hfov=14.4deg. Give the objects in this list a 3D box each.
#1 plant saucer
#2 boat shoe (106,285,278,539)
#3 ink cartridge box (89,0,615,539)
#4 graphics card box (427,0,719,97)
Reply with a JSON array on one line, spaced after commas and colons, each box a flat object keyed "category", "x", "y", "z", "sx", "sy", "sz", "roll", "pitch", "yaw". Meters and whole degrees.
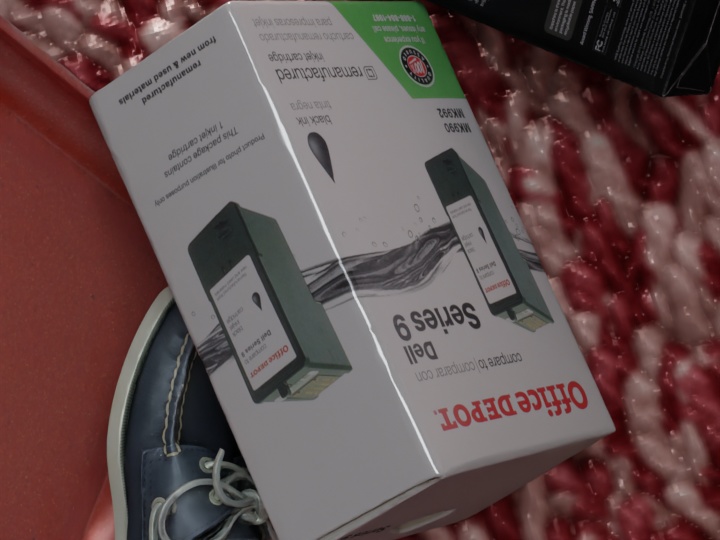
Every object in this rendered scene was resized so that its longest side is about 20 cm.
[{"category": "plant saucer", "x": -0.135, "y": 0.031, "z": 1.116, "sx": 0.037, "sy": 0.200, "sz": 0.200, "roll": 6, "pitch": 67, "yaw": 38}, {"category": "boat shoe", "x": -0.065, "y": 0.106, "z": 1.130, "sx": 0.062, "sy": 0.075, "sz": 0.201, "roll": 4, "pitch": 81, "yaw": 36}, {"category": "ink cartridge box", "x": 0.000, "y": 0.000, "z": 1.127, "sx": 0.084, "sy": 0.146, "sz": 0.201, "roll": -31, "pitch": 78, "yaw": 31}, {"category": "graphics card box", "x": 0.068, "y": -0.162, "z": 1.161, "sx": 0.199, "sy": 0.051, "sz": 0.126, "roll": 24, "pitch": 106, "yaw": 28}]
